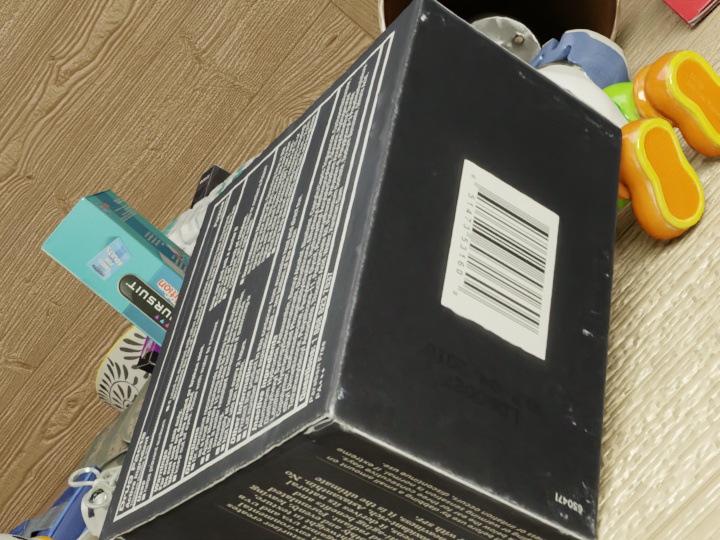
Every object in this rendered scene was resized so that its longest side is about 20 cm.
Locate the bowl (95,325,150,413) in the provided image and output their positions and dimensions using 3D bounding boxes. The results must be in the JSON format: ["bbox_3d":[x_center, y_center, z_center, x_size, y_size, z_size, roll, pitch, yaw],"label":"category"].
[{"bbox_3d":[-0.177,0.121,1.245,0.200,0.094,0.201,-29,-27,-17],"label":"bowl"}]

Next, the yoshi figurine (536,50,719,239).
[{"bbox_3d":[0.107,-0.037,0.604,0.200,0.112,0.113,-12,78,55],"label":"yoshi figurine"}]

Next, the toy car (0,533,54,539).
[{"bbox_3d":[-0.168,0.191,0.619,0.184,0.200,0.177,-41,12,47],"label":"toy car"}]

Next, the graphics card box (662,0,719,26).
[{"bbox_3d":[0.256,-0.255,0.809,0.126,0.051,0.200,-47,8,26],"label":"graphics card box"}]

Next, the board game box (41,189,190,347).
[{"bbox_3d":[-0.127,0.025,0.821,0.047,0.200,0.151,-49,8,1],"label":"board game box"}]

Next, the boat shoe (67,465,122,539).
[{"bbox_3d":[-0.173,0.174,0.819,0.202,0.086,0.075,-49,9,20],"label":"boat shoe"}]

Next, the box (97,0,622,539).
[{"bbox_3d":[0.001,0.029,0.497,0.198,0.123,0.201,-34,34,48],"label":"box"}]

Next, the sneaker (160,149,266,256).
[{"bbox_3d":[-0.093,-0.025,0.920,0.200,0.091,0.078,-34,20,33],"label":"sneaker"}]

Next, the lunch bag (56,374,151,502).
[{"bbox_3d":[-0.186,0.172,1.107,0.200,0.118,0.164,-41,13,21],"label":"lunch bag"}]

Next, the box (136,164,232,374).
[{"bbox_3d":[-0.107,0.022,1.035,0.036,0.143,0.201,-20,48,53],"label":"box"}]

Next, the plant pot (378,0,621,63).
[{"bbox_3d":[0.115,-0.201,0.971,0.187,0.187,0.200,-50,-6,1],"label":"plant pot"}]

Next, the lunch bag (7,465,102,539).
[{"bbox_3d":[-0.249,0.263,0.977,0.200,0.132,0.136,-42,12,44],"label":"lunch bag"}]

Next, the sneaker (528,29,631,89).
[{"bbox_3d":[0.095,-0.080,0.805,0.199,0.081,0.115,-39,12,49],"label":"sneaker"}]
